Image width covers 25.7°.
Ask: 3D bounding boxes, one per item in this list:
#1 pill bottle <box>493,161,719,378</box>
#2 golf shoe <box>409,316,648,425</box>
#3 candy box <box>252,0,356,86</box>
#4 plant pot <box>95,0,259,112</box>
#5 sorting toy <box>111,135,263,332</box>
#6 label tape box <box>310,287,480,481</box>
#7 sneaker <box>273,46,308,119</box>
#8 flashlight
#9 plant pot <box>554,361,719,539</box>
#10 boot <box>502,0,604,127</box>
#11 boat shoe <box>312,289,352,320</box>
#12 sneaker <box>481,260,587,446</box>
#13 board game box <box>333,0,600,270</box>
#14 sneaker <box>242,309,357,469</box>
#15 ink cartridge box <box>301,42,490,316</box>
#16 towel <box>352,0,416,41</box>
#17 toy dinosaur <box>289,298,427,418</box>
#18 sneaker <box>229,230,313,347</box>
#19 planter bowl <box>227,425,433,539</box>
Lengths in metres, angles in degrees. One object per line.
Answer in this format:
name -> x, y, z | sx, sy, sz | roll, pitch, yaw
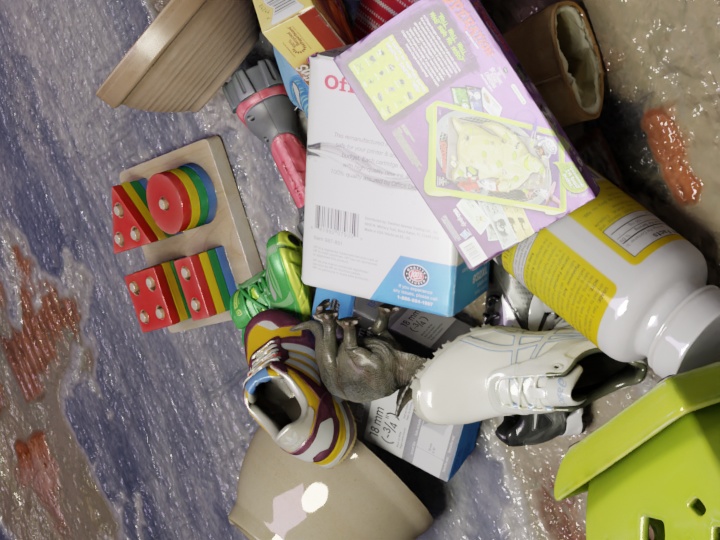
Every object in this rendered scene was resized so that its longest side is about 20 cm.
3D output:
pill bottle -> 0.204, 0.003, 1.256 | 0.200, 0.111, 0.112 | 42, 134, 31
golf shoe -> 0.140, 0.085, 1.295 | 0.097, 0.199, 0.079 | -121, 14, -71
candy box -> -0.064, -0.270, 1.405 | 0.056, 0.117, 0.200 | -26, 60, 12
plant pot -> -0.165, -0.225, 1.566 | 0.093, 0.201, 0.201 | 39, 142, -10
sorting toy -> -0.207, -0.030, 1.768 | 0.200, 0.069, 0.199 | -13, 95, 52
label tape box -> 0.023, 0.092, 1.500 | 0.200, 0.063, 0.145 | 26, 129, 18
sneaker -> -0.025, -0.169, 1.505 | 0.200, 0.078, 0.090 | 64, 160, 12
flashlight -> -0.068, -0.110, 1.569 | 0.068, 0.068, 0.200 | -36, 76, 48
plant pot -> 0.278, 0.173, 1.184 | 0.200, 0.199, 0.182 | -48, 62, 49
boot -> 0.125, -0.115, 1.337 | 0.200, 0.066, 0.176 | -16, 94, 51
boat shoe -> 0.000, 0.000, 1.539 | 0.069, 0.057, 0.200 | 32, 131, 14
sneaker -> 0.129, 0.066, 1.373 | 0.066, 0.090, 0.201 | 12, 122, 68
board game box -> 0.082, -0.113, 1.218 | 0.120, 0.032, 0.200 | -30, 96, 28
sneaker -> -0.075, 0.097, 1.482 | 0.075, 0.090, 0.200 | -49, 44, 13
ink cartridge box -> 0.035, -0.079, 1.318 | 0.145, 0.084, 0.201 | 13, 112, 26
towel -> 0.053, -0.242, 1.360 | 0.145, 0.022, 0.200 | 44, 124, 44
toy dinosaur -> -0.005, 0.082, 1.413 | 0.200, 0.077, 0.103 | 1, 107, 40
sneaker -> -0.091, 0.034, 1.602 | 0.200, 0.083, 0.074 | 98, 168, -56
planter bowl -> -0.046, 0.235, 1.566 | 0.200, 0.135, 0.200 | 41, 168, 11
